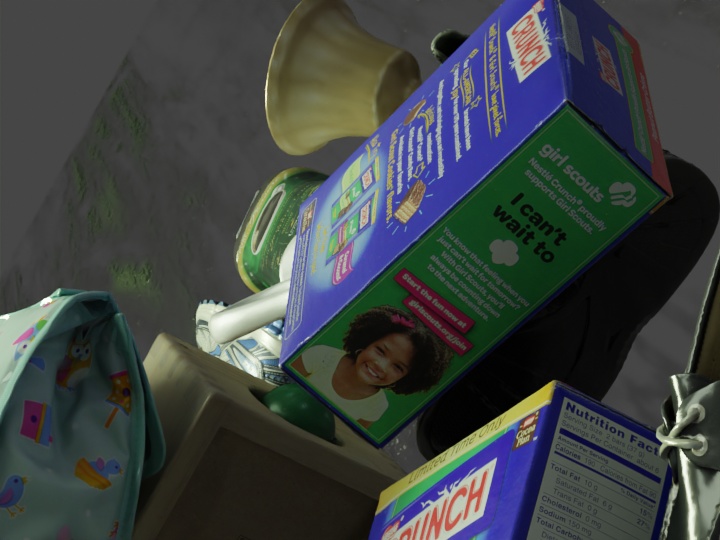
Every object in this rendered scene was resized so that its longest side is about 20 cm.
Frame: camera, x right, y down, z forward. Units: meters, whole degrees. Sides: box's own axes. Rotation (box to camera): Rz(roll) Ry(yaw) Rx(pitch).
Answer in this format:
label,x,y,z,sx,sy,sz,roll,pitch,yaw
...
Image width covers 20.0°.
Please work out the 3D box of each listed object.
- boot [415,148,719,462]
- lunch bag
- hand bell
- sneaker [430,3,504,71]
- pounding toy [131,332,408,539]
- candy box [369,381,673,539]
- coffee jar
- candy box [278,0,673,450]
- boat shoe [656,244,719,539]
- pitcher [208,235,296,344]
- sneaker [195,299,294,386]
label,x,y,z,sx,sy,sz,roll,pitch,yaw
boot,0.095,0.003,1.070,0.201,0.073,0.151,-53,19,13
lunch bag,-0.194,0.115,1.106,0.170,0.121,0.202,-17,57,54
hand bell,0.053,-0.099,1.240,0.104,0.199,0.105,-38,-44,-49
sneaker,0.078,-0.124,1.303,0.200,0.088,0.077,-32,29,58
pounding toy,-0.062,0.129,1.194,0.201,0.183,0.142,-60,28,5
candy box,0.050,0.171,0.893,0.169,0.077,0.201,-42,23,54
coffee jar,-0.028,-0.017,1.459,0.105,0.085,0.200,-64,17,-1
candy box,0.054,-0.036,1.018,0.200,0.077,0.170,-44,20,24
boat shoe,0.153,0.055,0.833,0.201,0.060,0.074,-65,17,-13
pitcher,0.000,0.000,1.234,0.171,0.122,0.200,-28,4,-17
sneaker,-0.089,0.074,1.519,0.086,0.077,0.200,-68,16,-8
